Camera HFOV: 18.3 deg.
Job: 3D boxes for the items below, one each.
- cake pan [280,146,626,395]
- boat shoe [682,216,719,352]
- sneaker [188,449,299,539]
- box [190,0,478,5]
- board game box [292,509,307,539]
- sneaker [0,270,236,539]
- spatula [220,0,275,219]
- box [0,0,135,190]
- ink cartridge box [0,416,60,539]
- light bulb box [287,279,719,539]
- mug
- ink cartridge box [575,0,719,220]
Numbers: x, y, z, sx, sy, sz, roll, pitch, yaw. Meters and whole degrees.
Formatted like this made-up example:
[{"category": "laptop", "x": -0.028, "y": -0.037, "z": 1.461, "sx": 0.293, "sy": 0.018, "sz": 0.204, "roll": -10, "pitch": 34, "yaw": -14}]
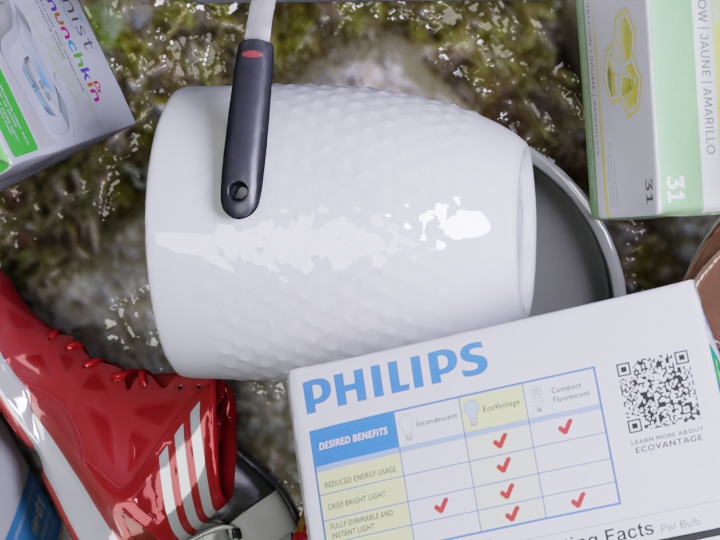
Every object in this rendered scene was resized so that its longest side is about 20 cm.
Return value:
[{"category": "cake pan", "x": 0.046, "y": 0.018, "z": 1.204, "sx": 0.199, "sy": 0.037, "sz": 0.201, "roll": 3, "pitch": 102, "yaw": 13}, {"category": "boat shoe", "x": 0.231, "y": -0.027, "z": 1.046, "sx": 0.200, "sy": 0.072, "sz": 0.076, "roll": -38, "pitch": 87, "yaw": 20}, {"category": "sneaker", "x": -0.065, "y": 0.188, "z": 1.242, "sx": 0.074, "sy": 0.088, "sz": 0.201, "roll": -25, "pitch": 92, "yaw": 19}, {"category": "box", "x": -0.005, "y": -0.169, "z": 1.135, "sx": 0.199, "sy": 0.117, "sz": 0.060, "roll": 1, "pitch": 92, "yaw": 15}, {"category": "board game box", "x": 0.077, "y": 0.189, "z": 1.209, "sx": 0.199, "sy": 0.046, "sz": 0.152, "roll": -7, "pitch": 115, "yaw": 16}, {"category": "sneaker", "x": -0.136, "y": 0.064, "z": 1.242, "sx": 0.115, "sy": 0.078, "sz": 0.201, "roll": -33, "pitch": 77, "yaw": 4}, {"category": "spatula", "x": -0.046, "y": -0.121, "z": 1.064, "sx": 0.056, "sy": 0.021, "sz": 0.201, "roll": 4, "pitch": 73, "yaw": 14}, {"category": "box", "x": -0.250, "y": -0.069, "z": 1.190, "sx": 0.199, "sy": 0.176, "sz": 0.097, "roll": -25, "pitch": 93, "yaw": 17}, {"category": "ink cartridge box", "x": -0.277, "y": 0.106, "z": 1.247, "sx": 0.144, "sy": 0.085, "sz": 0.201, "roll": -15, "pitch": 120, "yaw": 16}, {"category": "light bulb box", "x": 0.085, "y": 0.134, "z": 1.015, "sx": 0.197, "sy": 0.125, "sz": 0.201, "roll": -13, "pitch": 68, "yaw": 10}, {"category": "mug", "x": 0.000, "y": 0.000, "z": 1.130, "sx": 0.174, "sy": 0.148, "sz": 0.201, "roll": 0, "pitch": 131, "yaw": 11}, {"category": "ink cartridge box", "x": 0.157, "y": -0.099, "z": 1.063, "sx": 0.048, "sy": 0.200, "sz": 0.146, "roll": -4, "pitch": 91, "yaw": -12}]
